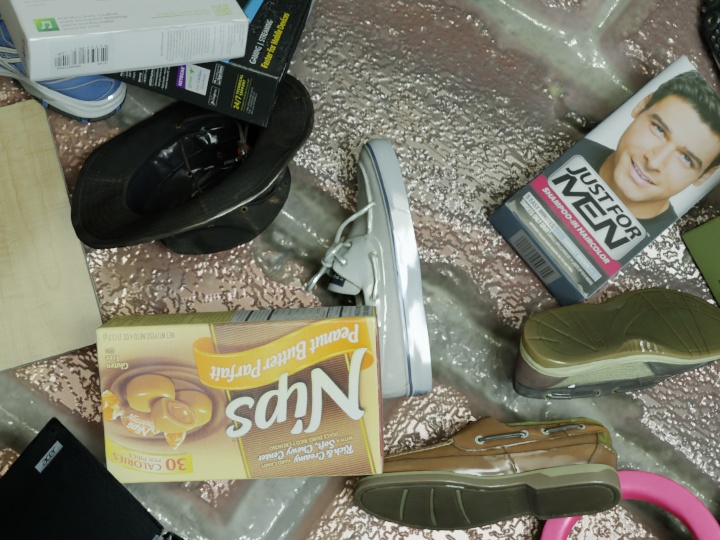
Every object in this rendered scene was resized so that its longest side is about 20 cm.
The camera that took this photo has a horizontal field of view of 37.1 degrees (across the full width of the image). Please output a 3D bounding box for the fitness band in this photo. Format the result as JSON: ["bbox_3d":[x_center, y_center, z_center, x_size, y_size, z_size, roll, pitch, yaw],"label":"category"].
[{"bbox_3d":[0.209,0.244,0.785,0.144,0.037,0.200,-21,57,11],"label":"fitness band"}]

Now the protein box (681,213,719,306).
[{"bbox_3d":[0.383,0.012,0.807,0.135,0.199,0.200,-26,84,-11],"label":"protein box"}]

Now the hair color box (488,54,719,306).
[{"bbox_3d":[0.213,-0.072,0.870,0.200,0.061,0.099,-40,87,-12],"label":"hair color box"}]

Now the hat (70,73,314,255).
[{"bbox_3d":[-0.115,-0.062,0.809,0.201,0.201,0.081,-37,131,-12],"label":"hat"}]

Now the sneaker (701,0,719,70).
[{"bbox_3d":[0.344,-0.181,0.909,0.072,0.072,0.200,6,70,-41],"label":"sneaker"}]

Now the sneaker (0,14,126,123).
[{"bbox_3d":[-0.269,-0.187,0.811,0.200,0.077,0.076,20,60,-7],"label":"sneaker"}]

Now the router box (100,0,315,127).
[{"bbox_3d":[-0.114,-0.203,0.804,0.149,0.051,0.200,17,44,-4],"label":"router box"}]

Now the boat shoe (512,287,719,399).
[{"bbox_3d":[0.205,0.062,0.845,0.201,0.066,0.072,-5,50,-27],"label":"boat shoe"}]

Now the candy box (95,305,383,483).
[{"bbox_3d":[-0.084,0.089,0.779,0.200,0.055,0.116,-2,98,1],"label":"candy box"}]

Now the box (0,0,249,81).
[{"bbox_3d":[-0.179,-0.207,0.727,0.144,0.036,0.200,-12,52,-26],"label":"box"}]

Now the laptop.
[{"bbox_3d":[-0.187,0.240,0.761,0.177,0.103,0.200,-50,124,-1],"label":"laptop"}]

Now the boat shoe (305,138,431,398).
[{"bbox_3d":[0.000,0.001,0.830,0.086,0.075,0.202,-8,91,-5],"label":"boat shoe"}]

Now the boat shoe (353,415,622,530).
[{"bbox_3d":[0.095,0.152,0.820,0.200,0.072,0.068,-1,49,1],"label":"boat shoe"}]

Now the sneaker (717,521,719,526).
[{"bbox_3d":[0.279,0.224,0.824,0.084,0.075,0.200,16,74,5],"label":"sneaker"}]

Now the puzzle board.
[{"bbox_3d":[-0.292,-0.020,0.819,0.151,0.017,0.200,-16,82,-9],"label":"puzzle board"}]
